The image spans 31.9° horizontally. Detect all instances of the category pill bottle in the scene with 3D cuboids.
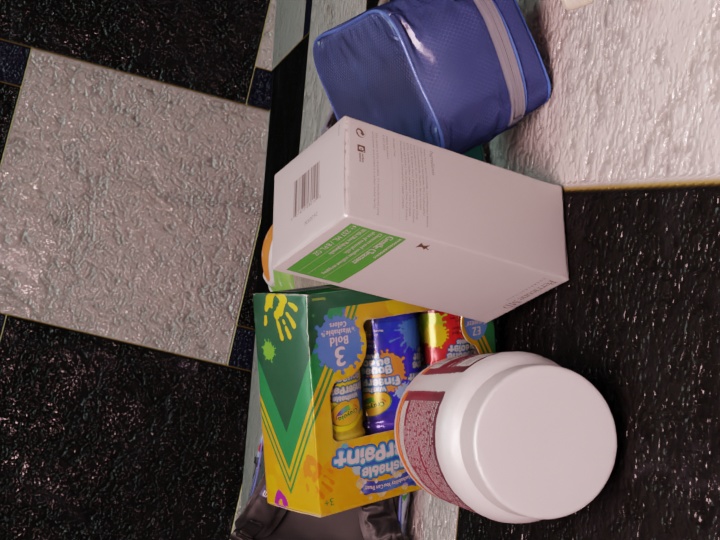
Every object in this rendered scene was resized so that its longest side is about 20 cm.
[{"bbox_3d":[0.098,0.115,0.878,0.200,0.113,0.115,156,118,-79],"label":"pill bottle"}]

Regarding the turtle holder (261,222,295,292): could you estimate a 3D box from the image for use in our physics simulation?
[{"bbox_3d":[-0.023,-0.016,1.392,0.131,0.185,0.142,10,112,58],"label":"turtle holder"}]

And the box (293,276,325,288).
[{"bbox_3d":[0.000,0.000,1.204,0.200,0.077,0.096,-144,48,-63],"label":"box"}]

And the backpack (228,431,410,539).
[{"bbox_3d":[-0.024,0.209,1.358,0.154,0.199,0.192,-69,-11,-80],"label":"backpack"}]

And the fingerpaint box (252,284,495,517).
[{"bbox_3d":[0.019,0.091,1.007,0.073,0.199,0.168,1,95,50],"label":"fingerpaint box"}]

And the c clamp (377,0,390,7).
[{"bbox_3d":[0.059,-0.309,1.149,0.201,0.027,0.171,-62,0,-29],"label":"c clamp"}]

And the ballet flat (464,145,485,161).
[{"bbox_3d":[0.088,-0.053,1.151,0.071,0.069,0.201,101,164,-48],"label":"ballet flat"}]

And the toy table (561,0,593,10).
[{"bbox_3d":[0.112,-0.275,0.836,0.201,0.183,0.117,58,-170,-18],"label":"toy table"}]

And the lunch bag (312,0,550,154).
[{"bbox_3d":[0.060,-0.166,1.057,0.200,0.132,0.137,2,116,66],"label":"lunch bag"}]

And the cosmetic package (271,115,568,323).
[{"bbox_3d":[0.045,-0.033,0.934,0.108,0.199,0.085,-35,48,50],"label":"cosmetic package"}]

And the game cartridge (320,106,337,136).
[{"bbox_3d":[0.023,-0.219,1.443,0.133,0.041,0.200,-41,-3,-19],"label":"game cartridge"}]
